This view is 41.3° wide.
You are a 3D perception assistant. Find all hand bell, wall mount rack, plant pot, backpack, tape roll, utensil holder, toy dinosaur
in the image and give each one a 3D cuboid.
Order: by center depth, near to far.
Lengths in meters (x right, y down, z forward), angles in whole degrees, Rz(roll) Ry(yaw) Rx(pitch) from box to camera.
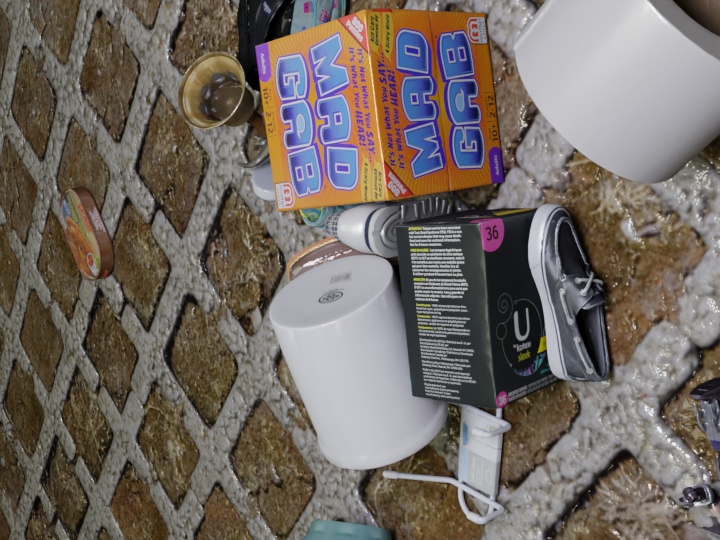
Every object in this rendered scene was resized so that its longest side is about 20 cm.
[{"bbox_3d":[0.259,-0.199,0.863,0.204,0.202,0.139,59,136,20],"label":"tape roll"},{"bbox_3d":[-0.003,0.107,1.146,0.169,0.170,0.201,9,129,47],"label":"utensil holder"},{"bbox_3d":[0.112,0.230,1.230,0.173,0.074,0.202,18,111,47],"label":"wall mount rack"},{"bbox_3d":[-0.082,-0.192,1.245,0.102,0.199,0.078,-1,108,48],"label":"toy dinosaur"},{"bbox_3d":[-0.095,-0.335,1.285,0.167,0.126,0.202,43,132,50],"label":"backpack"},{"bbox_3d":[-0.149,-0.212,1.311,0.103,0.200,0.105,-6,76,25],"label":"hand bell"},{"bbox_3d":[-0.020,0.431,1.362,0.199,0.199,0.135,-15,61,49],"label":"plant pot"}]

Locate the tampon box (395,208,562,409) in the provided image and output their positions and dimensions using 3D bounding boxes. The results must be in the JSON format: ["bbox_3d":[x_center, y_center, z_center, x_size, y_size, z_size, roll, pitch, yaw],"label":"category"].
[{"bbox_3d":[0.140,0.036,1.087,0.126,0.149,0.202,2,101,43],"label":"tampon box"}]

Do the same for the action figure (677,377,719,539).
[{"bbox_3d":[0.374,0.207,0.935,0.129,0.069,0.202,-2,102,39],"label":"action figure"}]

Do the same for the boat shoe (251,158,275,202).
[{"bbox_3d":[-0.096,-0.139,1.309,0.073,0.200,0.066,15,128,10],"label":"boat shoe"}]

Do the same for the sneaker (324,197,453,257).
[{"bbox_3d":[0.043,-0.053,1.143,0.080,0.199,0.077,5,91,35],"label":"sneaker"}]

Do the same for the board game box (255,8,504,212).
[{"bbox_3d":[0.023,-0.186,1.133,0.199,0.199,0.202,-1,98,48],"label":"board game box"}]

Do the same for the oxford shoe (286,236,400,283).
[{"bbox_3d":[0.000,0.000,1.216,0.198,0.073,0.072,-8,125,9],"label":"oxford shoe"}]

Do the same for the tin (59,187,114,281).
[{"bbox_3d":[-0.555,-0.076,1.935,0.112,0.042,0.201,-43,67,49],"label":"tin"}]

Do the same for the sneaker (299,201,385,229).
[{"bbox_3d":[-0.022,-0.053,1.269,0.079,0.130,0.202,-13,91,48],"label":"sneaker"}]

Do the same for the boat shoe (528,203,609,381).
[{"bbox_3d":[0.235,0.026,1.043,0.067,0.071,0.202,2,103,50],"label":"boat shoe"}]
